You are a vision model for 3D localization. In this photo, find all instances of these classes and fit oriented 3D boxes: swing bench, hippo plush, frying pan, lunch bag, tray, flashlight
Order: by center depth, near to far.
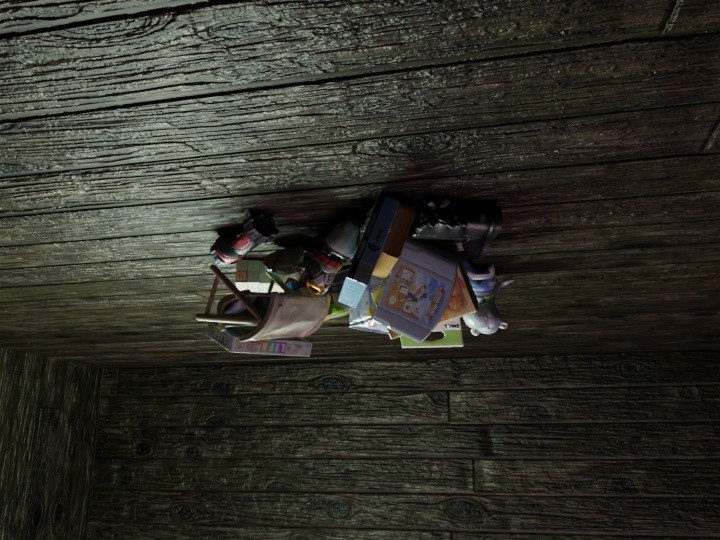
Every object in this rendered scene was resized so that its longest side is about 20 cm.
[{"bbox_3d":[0.063,-0.051,1.255,0.037,0.100,0.200,21,168,-1],"label":"tray"},{"bbox_3d":[-0.246,-0.065,1.321,0.067,0.069,0.199,-21,176,-37],"label":"flashlight"},{"bbox_3d":[-0.204,0.080,1.368,0.198,0.131,0.198,21,-173,31],"label":"swing bench"},{"bbox_3d":[-0.013,-0.001,1.464,0.114,0.031,0.190,6,144,-43],"label":"frying pan"},{"bbox_3d":[0.073,0.069,1.595,0.198,0.172,0.127,10,161,-35],"label":"lunch bag"},{"bbox_3d":[0.301,0.087,1.678,0.158,0.163,0.199,-10,162,31],"label":"hippo plush"}]

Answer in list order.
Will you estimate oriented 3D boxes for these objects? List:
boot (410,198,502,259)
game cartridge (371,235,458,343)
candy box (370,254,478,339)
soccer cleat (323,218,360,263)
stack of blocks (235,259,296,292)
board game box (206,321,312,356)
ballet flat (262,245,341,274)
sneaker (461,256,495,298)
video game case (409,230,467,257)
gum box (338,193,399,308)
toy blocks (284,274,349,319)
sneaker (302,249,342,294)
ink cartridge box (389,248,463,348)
[{"bbox_3d":[0.178,-0.078,1.251,0.160,0.074,0.199,1,162,-3],"label":"boot"},{"bbox_3d":[0.116,0.044,1.292,0.132,0.202,0.042,25,-157,10],"label":"game cartridge"},{"bbox_3d":[0.135,0.057,1.340,0.198,0.116,0.055,-21,-168,20],"label":"candy box"},{"bbox_3d":[-0.030,-0.064,1.311,0.069,0.087,0.200,29,-178,-8],"label":"soccer cleat"},{"bbox_3d":[-0.214,0.019,1.621,0.197,0.059,0.115,2,165,-8],"label":"stack of blocks"},{"bbox_3d":[-0.225,0.153,1.424,0.198,0.035,0.134,10,-176,-38],"label":"board game box"},{"bbox_3d":[-0.128,-0.027,1.476,0.198,0.076,0.064,5,134,-32],"label":"ballet flat"},{"bbox_3d":[0.213,0.000,1.451,0.198,0.083,0.074,13,-157,10],"label":"sneaker"},{"bbox_3d":[0.158,-0.045,1.456,0.178,0.026,0.200,3,164,-12],"label":"video game case"},{"bbox_3d":[0.013,-0.031,1.229,0.044,0.172,0.200,22,163,-1],"label":"gum box"},{"bbox_3d":[-0.110,0.050,1.543,0.099,0.138,0.199,-26,168,37],"label":"toy blocks"},{"bbox_3d":[-0.095,0.006,1.360,0.077,0.083,0.200,29,174,-5],"label":"sneaker"},{"bbox_3d":[0.151,0.064,1.412,0.146,0.202,0.076,-3,-160,16],"label":"ink cartridge box"}]
